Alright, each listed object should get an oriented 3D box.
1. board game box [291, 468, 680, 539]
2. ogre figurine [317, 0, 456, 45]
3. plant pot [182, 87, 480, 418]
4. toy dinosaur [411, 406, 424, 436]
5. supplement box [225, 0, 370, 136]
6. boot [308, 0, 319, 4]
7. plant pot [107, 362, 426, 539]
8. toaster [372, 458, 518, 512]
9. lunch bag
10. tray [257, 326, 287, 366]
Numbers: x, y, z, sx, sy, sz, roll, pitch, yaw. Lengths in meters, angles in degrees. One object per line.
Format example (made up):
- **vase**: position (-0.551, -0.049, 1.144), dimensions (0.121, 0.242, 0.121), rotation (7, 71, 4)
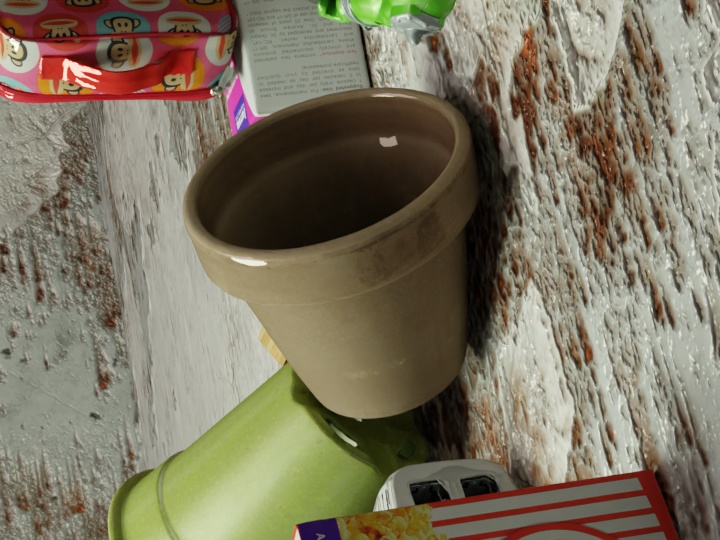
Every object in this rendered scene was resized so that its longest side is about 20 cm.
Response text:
- **board game box**: position (0.077, 0.188, 0.895), dimensions (0.046, 0.199, 0.152), rotation (103, 155, -51)
- **ogre figurine**: position (0.041, -0.215, 1.035), dimensions (0.200, 0.098, 0.120), rotation (-45, 41, 13)
- **plant pot**: position (0.000, 0.000, 1.196), dimensions (0.200, 0.200, 0.175), rotation (-121, 10, -58)
- **toy dinosaur**: position (0.031, 0.168, 1.384), dimensions (0.088, 0.047, 0.201), rotation (-161, 67, -70)
- **supplement box**: position (-0.063, -0.209, 1.455), dimensions (0.101, 0.103, 0.201), rotation (132, 128, -70)
- **boot**: position (-0.063, -0.318, 1.340), dimensions (0.154, 0.073, 0.204), rotation (40, -148, -68)
- **plant pot**: position (-0.052, 0.164, 1.311), dimensions (0.190, 0.200, 0.200), rotation (-49, 39, 24)
- **toaster**: position (0.062, 0.212, 1.147), dimensions (0.200, 0.113, 0.130), rotation (-109, 23, -46)
- **lunch bag**: position (-0.197, -0.193, 1.389), dimensions (0.176, 0.199, 0.082), rotation (-114, 28, -46)
- **tray**: position (-0.020, 0.001, 1.384), dimensions (0.037, 0.099, 0.200), rotation (47, 156, 12)
